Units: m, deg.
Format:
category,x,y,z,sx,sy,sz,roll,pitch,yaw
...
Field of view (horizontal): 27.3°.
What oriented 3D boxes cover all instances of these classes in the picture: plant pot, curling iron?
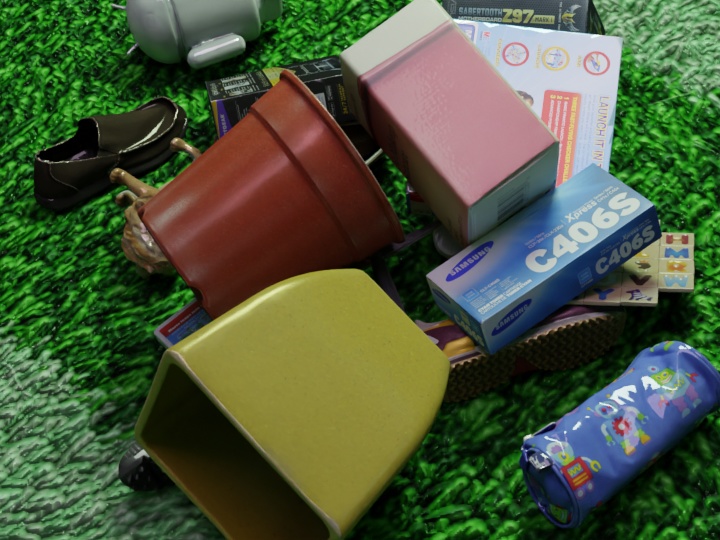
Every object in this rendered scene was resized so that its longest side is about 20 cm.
category,x,y,z,sx,sy,sz,roll,pitch,yaw
plant pot,-0.039,0.115,1.226,0.196,0.194,0.200,46,60,8
plant pot,-0.093,-0.052,1.409,0.195,0.201,0.201,-36,49,-6
curling iron,0.027,0.054,1.389,0.049,0.026,0.201,3,47,-11

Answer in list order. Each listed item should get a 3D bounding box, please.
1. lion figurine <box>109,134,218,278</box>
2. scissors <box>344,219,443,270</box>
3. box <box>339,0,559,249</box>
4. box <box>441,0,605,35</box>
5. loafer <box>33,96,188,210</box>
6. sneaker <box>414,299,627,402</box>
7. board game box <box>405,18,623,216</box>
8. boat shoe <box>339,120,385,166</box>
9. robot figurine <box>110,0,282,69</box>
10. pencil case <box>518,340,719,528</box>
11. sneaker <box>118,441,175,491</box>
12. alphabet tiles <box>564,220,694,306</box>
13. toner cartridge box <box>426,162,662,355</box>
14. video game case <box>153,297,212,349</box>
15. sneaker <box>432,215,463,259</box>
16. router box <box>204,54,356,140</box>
category,x,y,z,sx,sy,sz,roll,pitch,yaw
lion figurine,-0.184,-0.075,1.572,0.122,0.073,0.200,35,55,27
scissors,0.000,0.000,1.483,0.199,0.014,0.073,-15,48,5
box,0.083,-0.136,1.393,0.109,0.128,0.200,-36,70,-8
box,0.181,-0.261,1.622,0.156,0.200,0.051,6,90,15
loafer,-0.278,-0.141,1.651,0.200,0.072,0.073,-36,50,-24
sneaker,0.147,0.049,1.386,0.199,0.075,0.090,-15,50,-7
board game box,0.155,-0.146,1.490,0.194,0.056,0.201,8,70,7
boat shoe,-0.048,-0.121,1.577,0.199,0.075,0.068,-29,7,-19
robot figurine,-0.195,-0.316,1.783,0.199,0.113,0.170,-17,59,-9
pencil case,0.222,0.137,1.281,0.199,0.078,0.087,-33,72,-24
sneaker,-0.145,0.121,1.358,0.200,0.067,0.090,-37,49,-10
alphabet tiles,0.237,-0.011,1.429,0.165,0.006,0.200,1,24,12
toner cartridge box,0.168,-0.013,1.359,0.199,0.043,0.095,-34,40,-13
video game case,-0.089,0.071,1.432,0.143,0.018,0.200,-39,52,-17
sneaker,0.132,-0.094,1.540,0.073,0.071,0.201,22,72,12
router box,-0.086,-0.187,1.613,0.156,0.053,0.200,-12,14,-4
